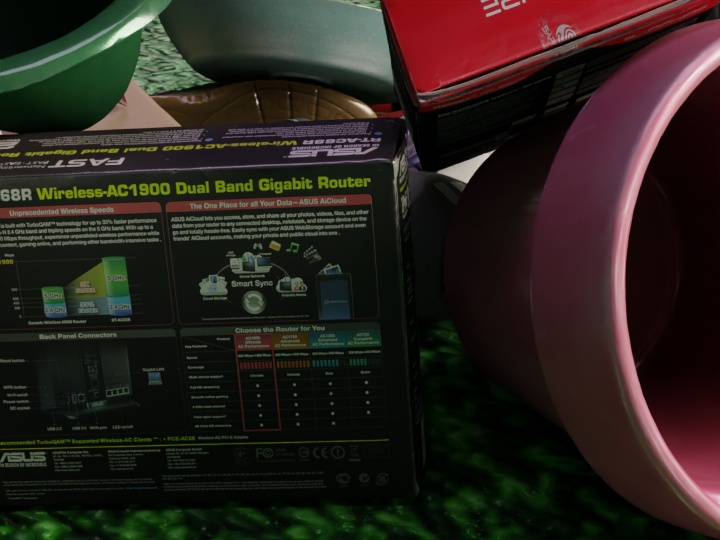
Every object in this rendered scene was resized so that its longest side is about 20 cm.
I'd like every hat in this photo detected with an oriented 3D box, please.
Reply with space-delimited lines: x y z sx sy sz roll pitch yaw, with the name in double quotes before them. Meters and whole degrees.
"hat" -0.143 -0.071 0.732 0.165 0.177 0.200 28 52 30

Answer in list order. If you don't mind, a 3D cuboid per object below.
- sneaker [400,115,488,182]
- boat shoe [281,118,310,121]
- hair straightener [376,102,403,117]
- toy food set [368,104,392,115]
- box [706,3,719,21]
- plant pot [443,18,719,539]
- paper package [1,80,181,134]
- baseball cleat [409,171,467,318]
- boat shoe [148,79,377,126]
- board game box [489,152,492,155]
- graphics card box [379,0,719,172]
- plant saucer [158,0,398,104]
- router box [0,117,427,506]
"sneaker" 0.000 0.000 0.812 0.199 0.088 0.074 -35 35 -19
"boat shoe" -0.053 -0.051 0.918 0.073 0.062 0.201 -45 19 20
"hair straightener" 0.103 -0.123 1.043 0.198 0.041 0.077 -15 24 33
"toy food set" 0.043 -0.150 1.189 0.198 0.049 0.197 11 27 34
"box" 0.212 -0.164 0.990 0.043 0.203 0.160 -15 24 -25
"plant pot" 0.131 0.001 0.652 0.198 0.203 0.179 -15 9 -25
"paper package" -0.202 -0.037 0.894 0.198 0.105 0.191 -12 23 -20
"baseball cleat" 0.074 -0.007 0.760 0.106 0.071 0.199 14 11 34
"boat shoe" -0.084 -0.095 1.046 0.197 0.074 0.065 2 17 1
"board game box" 0.097 -0.050 0.941 0.197 0.047 0.152 0 23 11
"graphics card box" 0.075 -0.095 0.673 0.124 0.051 0.200 -21 -6 2
"plant saucer" -0.036 -0.139 1.026 0.197 0.036 0.200 8 -4 1
"router box" -0.073 0.018 0.674 0.197 0.152 0.062 -2 22 6
